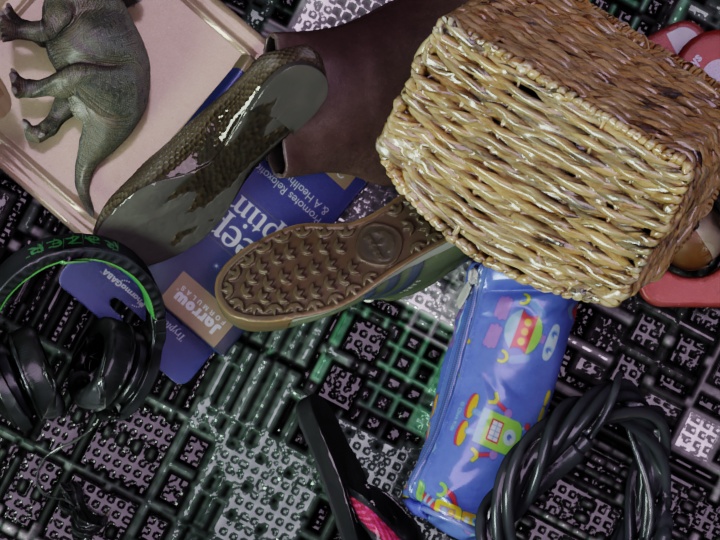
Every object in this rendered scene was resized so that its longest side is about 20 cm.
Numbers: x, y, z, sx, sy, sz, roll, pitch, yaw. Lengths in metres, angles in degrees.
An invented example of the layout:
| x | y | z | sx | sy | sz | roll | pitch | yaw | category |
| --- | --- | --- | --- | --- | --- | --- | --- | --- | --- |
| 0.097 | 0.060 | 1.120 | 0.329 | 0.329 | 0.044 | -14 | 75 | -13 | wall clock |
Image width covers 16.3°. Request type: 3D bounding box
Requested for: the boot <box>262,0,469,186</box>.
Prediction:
| x | y | z | sx | sy | sz | roll | pitch | yaw | category |
| --- | --- | --- | --- | --- | --- | --- | --- | --- | --- |
| 0.017 | -0.156 | 1.678 | 0.166 | 0.072 | 0.201 | 1 | 91 | -30 | boot |

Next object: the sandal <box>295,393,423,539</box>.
| x | y | z | sx | sy | sz | roll | pitch | yaw | category |
| --- | --- | --- | --- | --- | --- | --- | --- | --- | --- |
| 0.013 | 0.172 | 1.682 | 0.045 | 0.075 | 0.200 | -22 | 86 | 10 | sandal |

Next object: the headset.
| x | y | z | sx | sy | sz | roll | pitch | yaw | category |
| --- | --- | --- | --- | --- | --- | --- | --- | --- | --- |
| -0.187 | 0.076 | 1.643 | 0.123 | 0.094 | 0.200 | -5 | 120 | -17 | headset |

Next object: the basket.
| x | y | z | sx | sy | sz | roll | pitch | yaw | category |
| --- | --- | --- | --- | --- | --- | --- | --- | --- | --- |
| 0.130 | -0.079 | 1.618 | 0.200 | 0.149 | 0.143 | 32 | 119 | 12 | basket |

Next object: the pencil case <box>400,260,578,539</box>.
| x | y | z | sx | sy | sz | roll | pitch | yaw | category |
| --- | --- | --- | --- | --- | --- | --- | --- | --- | --- |
| 0.087 | 0.082 | 1.692 | 0.087 | 0.078 | 0.200 | 20 | 85 | -25 | pencil case |

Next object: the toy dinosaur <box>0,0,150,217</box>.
| x | y | z | sx | sy | sz | roll | pitch | yaw | category |
| --- | --- | --- | --- | --- | --- | --- | --- | --- | --- |
| -0.180 | -0.138 | 1.653 | 0.102 | 0.077 | 0.201 | -10 | 88 | -1 | toy dinosaur |

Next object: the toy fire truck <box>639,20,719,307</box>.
| x | y | z | sx | sy | sz | roll | pitch | yaw | category |
| --- | --- | --- | --- | --- | --- | --- | --- | --- | --- |
| 0.213 | -0.063 | 1.699 | 0.168 | 0.112 | 0.200 | -26 | 88 | 2 | toy fire truck |

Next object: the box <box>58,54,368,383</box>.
| x | y | z | sx | sy | sz | roll | pitch | yaw | category |
| --- | --- | --- | --- | --- | --- | --- | --- | --- | --- |
| -0.096 | -0.031 | 1.695 | 0.121 | 0.032 | 0.200 | 41 | 85 | -16 | box |

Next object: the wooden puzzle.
| x | y | z | sx | sy | sz | roll | pitch | yaw | category |
| --- | --- | --- | --- | --- | --- | --- | --- | --- | --- |
| -0.178 | -0.133 | 1.710 | 0.200 | 0.037 | 0.185 | 41 | 84 | -6 | wooden puzzle |

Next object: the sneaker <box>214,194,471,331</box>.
| x | y | z | sx | sy | sz | roll | pitch | yaw | category |
| --- | --- | --- | --- | --- | --- | --- | --- | --- | --- |
| 0.000 | 0.000 | 1.684 | 0.200 | 0.090 | 0.067 | -24 | 69 | -9 | sneaker |

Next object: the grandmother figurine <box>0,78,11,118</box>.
| x | y | z | sx | sy | sz | roll | pitch | yaw | category |
| --- | --- | --- | --- | --- | --- | --- | --- | --- | --- |
| -0.315 | -0.086 | 1.637 | 0.061 | 0.200 | 0.121 | 60 | 39 | -16 | grandmother figurine |

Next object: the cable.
| x | y | z | sx | sy | sz | roll | pitch | yaw | category |
| --- | --- | --- | --- | --- | --- | --- | --- | --- | --- |
| 0.142 | 0.162 | 1.675 | 0.163 | 0.051 | 0.201 | 5 | 101 | -34 | cable |

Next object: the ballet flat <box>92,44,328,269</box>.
| x | y | z | sx | sy | sz | roll | pitch | yaw | category |
| --- | --- | --- | --- | --- | --- | --- | --- | --- | --- |
| -0.099 | -0.076 | 1.630 | 0.200 | 0.046 | 0.067 | -44 | 130 | 18 | ballet flat |
